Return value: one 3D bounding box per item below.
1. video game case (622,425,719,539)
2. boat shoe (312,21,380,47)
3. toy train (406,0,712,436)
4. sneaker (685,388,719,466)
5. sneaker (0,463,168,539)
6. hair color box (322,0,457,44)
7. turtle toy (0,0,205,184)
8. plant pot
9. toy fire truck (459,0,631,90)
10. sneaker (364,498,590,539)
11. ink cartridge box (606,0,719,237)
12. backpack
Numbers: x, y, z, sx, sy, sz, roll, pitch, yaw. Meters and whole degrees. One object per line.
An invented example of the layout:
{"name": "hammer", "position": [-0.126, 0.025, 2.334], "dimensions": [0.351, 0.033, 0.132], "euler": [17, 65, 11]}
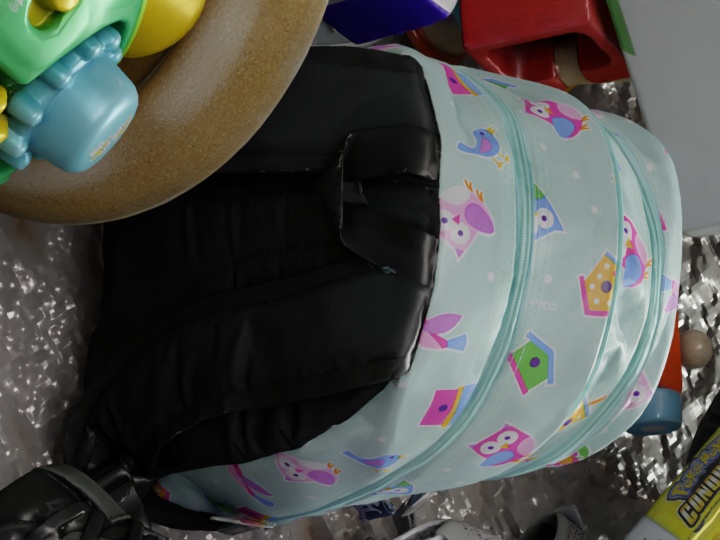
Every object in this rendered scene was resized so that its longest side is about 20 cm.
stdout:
{"name": "video game case", "position": [0.163, 0.109, 0.856], "dimensions": [0.181, 0.025, 0.200], "euler": [-49, 138, -7]}
{"name": "boat shoe", "position": [-0.058, -0.129, 0.807], "dimensions": [0.202, 0.065, 0.075], "euler": [25, 70, -30]}
{"name": "toy train", "position": [0.066, -0.041, 0.888], "dimensions": [0.150, 0.056, 0.200], "euler": [18, 62, -53]}
{"name": "sneaker", "position": [0.176, 0.026, 0.933], "dimensions": [0.076, 0.115, 0.201], "euler": [14, 107, 8]}
{"name": "sneaker", "position": [-0.069, 0.101, 0.707], "dimensions": [0.070, 0.200, 0.100], "euler": [34, 42, -74]}
{"name": "hair color box", "position": [0.011, -0.188, 0.784], "dimensions": [0.109, 0.065, 0.200], "euler": [34, 70, -25]}
{"name": "turtle toy", "position": [-0.138, -0.059, 0.610], "dimensions": [0.146, 0.200, 0.101], "euler": [44, 34, -47]}
{"name": "plant pot", "position": [-0.094, -0.113, 0.703], "dimensions": [0.027, 0.200, 0.200], "euler": [-5, 85, -57]}
{"name": "toy fire truck", "position": [0.102, -0.120, 0.875], "dimensions": [0.200, 0.049, 0.141], "euler": [16, 67, -56]}
{"name": "sneaker", "position": [0.008, 0.120, 0.817], "dimensions": [0.200, 0.075, 0.082], "euler": [2, 73, -44]}
{"name": "ink cartridge box", "position": [0.153, -0.124, 0.830], "dimensions": [0.200, 0.084, 0.146], "euler": [-51, 127, -52]}
{"name": "backpack", "position": [0.000, 0.000, 0.744], "dimensions": [0.126, 0.200, 0.167], "euler": [4, 79, -33]}
